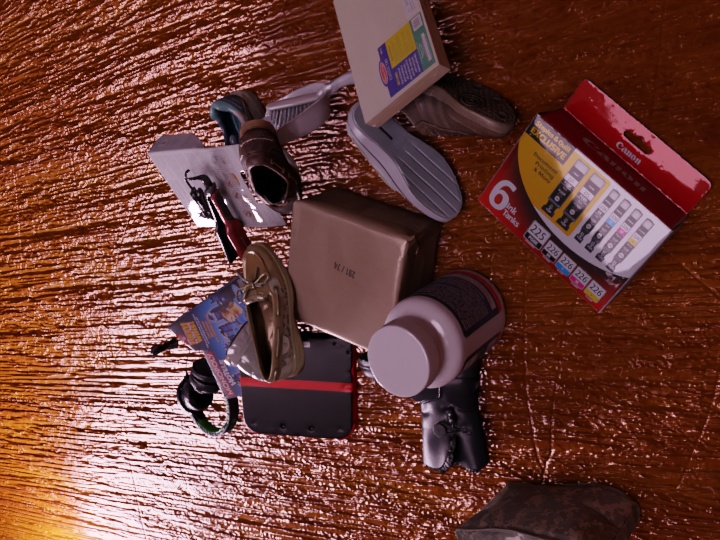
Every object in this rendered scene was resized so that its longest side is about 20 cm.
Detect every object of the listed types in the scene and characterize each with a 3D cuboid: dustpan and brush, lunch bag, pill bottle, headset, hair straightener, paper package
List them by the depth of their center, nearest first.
[{"bbox_3d":[0.252,0.352,1.016,0.197,0.163,0.120,-13,92,38],"label":"lunch bag"},{"bbox_3d":[0.098,0.082,1.017,0.118,0.199,0.122,11,111,32],"label":"pill bottle"},{"bbox_3d":[-0.065,-0.239,1.104,0.196,0.141,0.058,-13,121,10],"label":"dustpan and brush"},{"bbox_3d":[0.000,0.000,1.124,0.197,0.103,0.195,21,116,28],"label":"paper package"},{"bbox_3d":[-0.234,-0.083,1.229,0.076,0.041,0.201,10,147,29],"label":"hair straightener"},{"bbox_3d":[-0.297,0.207,1.412,0.201,0.093,0.124,54,128,18],"label":"headset"}]

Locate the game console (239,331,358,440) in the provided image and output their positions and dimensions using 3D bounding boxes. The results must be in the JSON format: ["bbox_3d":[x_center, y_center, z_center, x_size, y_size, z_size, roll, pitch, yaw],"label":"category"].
[{"bbox_3d":[-0.101,0.183,1.264,0.195,0.031,0.181,1,103,11],"label":"game console"}]

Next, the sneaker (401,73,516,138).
[{"bbox_3d":[0.112,-0.205,1.009,0.199,0.070,0.077,35,136,30],"label":"sneaker"}]

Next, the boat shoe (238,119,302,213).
[{"bbox_3d":[-0.123,-0.122,1.080,0.069,0.200,0.072,-15,66,6],"label":"boat shoe"}]

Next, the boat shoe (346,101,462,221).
[{"bbox_3d":[0.059,-0.146,1.063,0.201,0.073,0.067,50,165,-2],"label":"boat shoe"}]

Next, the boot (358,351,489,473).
[{"bbox_3d":[0.089,0.204,1.141,0.196,0.076,0.172,2,102,29],"label":"boot"}]

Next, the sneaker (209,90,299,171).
[{"bbox_3d":[-0.168,-0.176,1.197,0.077,0.086,0.202,-35,84,37],"label":"sneaker"}]

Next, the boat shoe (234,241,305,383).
[{"bbox_3d":[-0.135,0.058,1.133,0.073,0.062,0.204,-22,83,41],"label":"boat shoe"}]

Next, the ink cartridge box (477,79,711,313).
[{"bbox_3d":[0.267,-0.090,0.912,0.200,0.083,0.177,44,125,17],"label":"ink cartridge box"}]

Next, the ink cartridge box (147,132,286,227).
[{"bbox_3d":[-0.216,-0.141,1.226,0.197,0.048,0.161,1,136,33],"label":"ink cartridge box"}]

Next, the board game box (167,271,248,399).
[{"bbox_3d":[-0.220,0.109,1.329,0.197,0.062,0.203,-14,106,30],"label":"board game box"}]

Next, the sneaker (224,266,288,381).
[{"bbox_3d":[-0.122,0.081,1.214,0.091,0.202,0.076,34,166,0],"label":"sneaker"}]

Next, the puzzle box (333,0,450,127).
[{"bbox_3d":[0.035,-0.302,1.001,0.132,0.025,0.204,-31,63,38],"label":"puzzle box"}]
